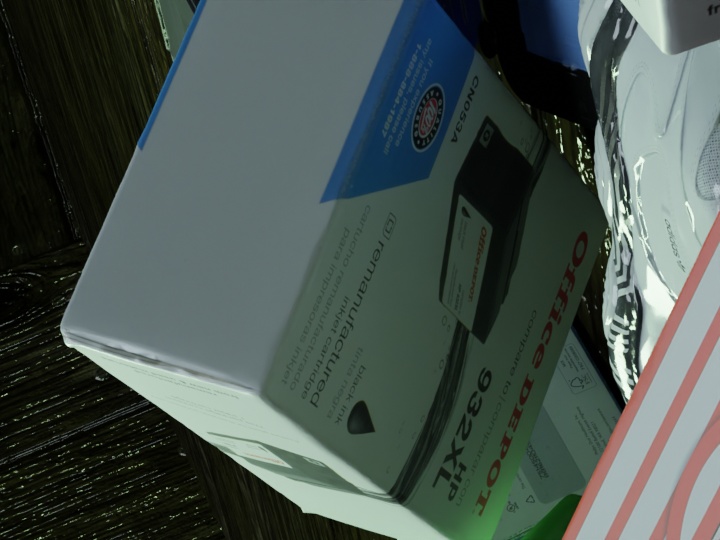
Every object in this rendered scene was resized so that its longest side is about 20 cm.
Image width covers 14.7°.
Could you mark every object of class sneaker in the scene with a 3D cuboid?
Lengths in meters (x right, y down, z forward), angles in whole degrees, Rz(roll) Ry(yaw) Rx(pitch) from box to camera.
[{"bbox_3d":[0.113,0.005,0.751,0.115,0.075,0.201,-122,16,-59],"label":"sneaker"}]

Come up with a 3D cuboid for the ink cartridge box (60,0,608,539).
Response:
[{"bbox_3d":[0.000,0.000,0.969,0.083,0.146,0.200,15,166,28],"label":"ink cartridge box"}]

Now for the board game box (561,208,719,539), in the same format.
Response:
[{"bbox_3d":[0.115,0.094,0.653,0.151,0.046,0.200,44,129,32],"label":"board game box"}]

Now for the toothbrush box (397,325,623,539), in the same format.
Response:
[{"bbox_3d":[0.067,0.102,1.236,0.200,0.085,0.147,79,166,-56],"label":"toothbrush box"}]

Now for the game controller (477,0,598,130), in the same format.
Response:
[{"bbox_3d":[0.070,-0.096,0.878,0.200,0.042,0.105,-146,34,-73],"label":"game controller"}]

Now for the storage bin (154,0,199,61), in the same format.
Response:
[{"bbox_3d":[-0.022,-0.085,1.290,0.135,0.093,0.200,80,166,-52],"label":"storage bin"}]

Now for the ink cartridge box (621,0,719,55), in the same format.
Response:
[{"bbox_3d":[0.061,-0.173,0.599,0.200,0.084,0.145,77,167,-45],"label":"ink cartridge box"}]

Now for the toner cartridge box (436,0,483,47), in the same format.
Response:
[{"bbox_3d":[-0.009,-0.113,1.030,0.200,0.095,0.043,67,-137,-78],"label":"toner cartridge box"}]

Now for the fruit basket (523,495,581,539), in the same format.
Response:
[{"bbox_3d":[0.078,0.216,1.026,0.155,0.216,0.216,26,155,17],"label":"fruit basket"}]
